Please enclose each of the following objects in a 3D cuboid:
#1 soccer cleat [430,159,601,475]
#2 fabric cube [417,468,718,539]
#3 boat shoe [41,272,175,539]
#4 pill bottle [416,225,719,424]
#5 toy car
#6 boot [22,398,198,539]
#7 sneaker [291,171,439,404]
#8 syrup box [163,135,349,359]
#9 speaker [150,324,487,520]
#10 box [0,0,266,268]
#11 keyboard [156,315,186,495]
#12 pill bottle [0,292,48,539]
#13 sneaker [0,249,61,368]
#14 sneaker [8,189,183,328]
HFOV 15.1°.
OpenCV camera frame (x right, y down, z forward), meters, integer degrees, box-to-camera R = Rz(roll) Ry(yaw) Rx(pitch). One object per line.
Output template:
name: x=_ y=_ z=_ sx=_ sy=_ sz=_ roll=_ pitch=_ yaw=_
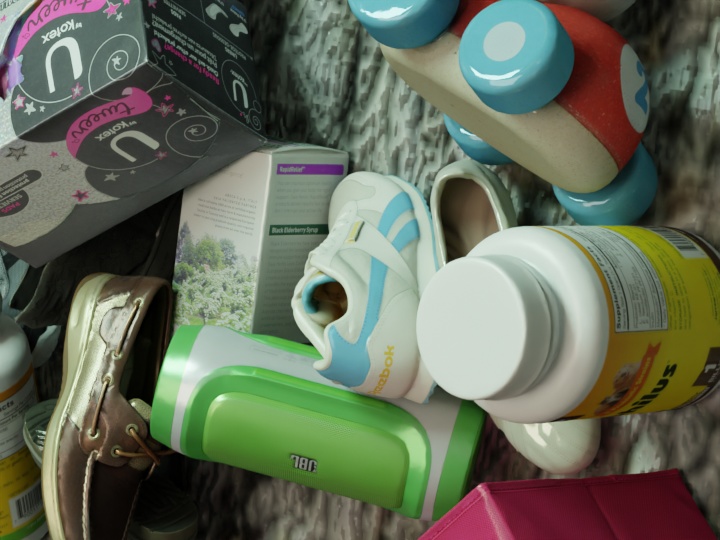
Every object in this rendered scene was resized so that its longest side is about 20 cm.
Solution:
soccer cleat: x=0.086 y=0.030 z=1.627 sx=0.069 sy=0.078 sz=0.201 roll=-23 pitch=83 yaw=13
fabric cube: x=0.114 y=0.252 z=1.546 sx=0.196 sy=0.199 sz=0.200 roll=-46 pitch=61 yaw=32
boat shoe: x=-0.153 y=0.100 z=1.749 sx=0.072 sy=0.072 sz=0.201 roll=-1 pitch=74 yaw=30
pill bottle: x=0.122 y=0.030 z=1.532 sx=0.109 sy=0.199 sz=0.110 roll=1 pitch=91 yaw=41
toy car: x=0.126 y=-0.162 z=1.579 sx=0.177 sy=0.184 sz=0.200 roll=33 pitch=83 yaw=35
boot: x=-0.183 y=0.212 z=1.869 sx=0.182 sy=0.072 sz=0.201 roll=44 pitch=138 yaw=38
sneaker: x=0.000 y=0.000 z=1.676 sx=0.200 sy=0.080 sz=0.077 roll=-105 pitch=30 yaw=-54
syrup box: x=-0.071 y=0.013 z=1.775 sx=0.078 sy=0.081 sz=0.202 roll=14 pitch=99 yaw=40
speaker: x=-0.025 y=0.094 z=1.681 sx=0.199 sy=0.088 sz=0.089 roll=15 pitch=102 yaw=6
box: x=-0.179 y=-0.107 z=1.730 sx=0.199 sy=0.132 sz=0.115 roll=-28 pitch=55 yaw=24
keyboard: x=-0.138 y=0.104 z=1.857 sx=0.104 sy=0.039 sz=0.201 roll=20 pitch=117 yaw=51
pill bottle: x=-0.280 y=0.095 z=1.894 sx=0.111 sy=0.111 sz=0.201 roll=20 pitch=127 yaw=38
sneaker: x=-0.284 y=-0.024 z=1.935 sx=0.075 sy=0.113 sz=0.201 roll=-22 pitch=77 yaw=39
sneaker: x=-0.167 y=-0.053 z=1.835 sx=0.060 sy=0.104 sz=0.201 roll=47 pitch=124 yaw=57
